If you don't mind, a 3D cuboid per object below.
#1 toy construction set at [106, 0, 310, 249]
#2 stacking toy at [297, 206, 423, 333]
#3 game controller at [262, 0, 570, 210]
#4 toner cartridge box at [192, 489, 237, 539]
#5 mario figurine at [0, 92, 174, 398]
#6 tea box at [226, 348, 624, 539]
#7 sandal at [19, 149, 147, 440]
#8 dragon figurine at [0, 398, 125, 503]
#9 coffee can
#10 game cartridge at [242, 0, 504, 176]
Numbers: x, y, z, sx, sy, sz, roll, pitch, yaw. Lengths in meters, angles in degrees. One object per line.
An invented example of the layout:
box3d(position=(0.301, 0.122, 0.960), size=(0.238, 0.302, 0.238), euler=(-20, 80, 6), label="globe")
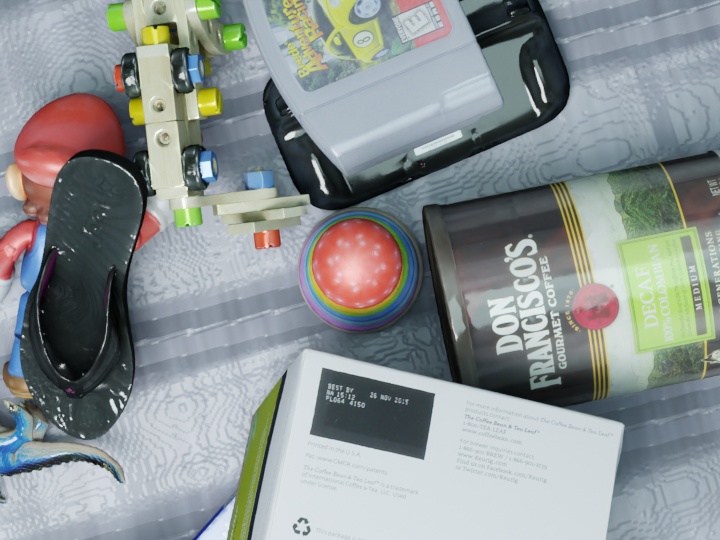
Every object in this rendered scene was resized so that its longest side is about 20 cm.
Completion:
box3d(position=(-0.106, -0.102, 1.357), size=(0.092, 0.131, 0.200), euler=(-21, 90, 11), label="toy construction set")
box3d(position=(0.000, 0.000, 1.320), size=(0.085, 0.200, 0.085), euler=(0, 90, 0), label="stacking toy")
box3d(position=(0.038, -0.117, 1.407), size=(0.200, 0.042, 0.104), euler=(-23, 104, 0), label="game controller")
box3d(position=(-0.022, 0.228, 1.397), size=(0.200, 0.043, 0.095), euler=(41, 90, 0), label="toner cartridge box")
box3d(position=(-0.188, -0.019, 1.397), size=(0.123, 0.106, 0.200), euler=(-2, 102, -36), label="mario figurine")
box3d(position=(0.030, 0.151, 1.289), size=(0.200, 0.197, 0.134), euler=(14, 73, -7), label="tea box")
box3d(position=(-0.179, 0.022, 1.317), size=(0.075, 0.048, 0.201), euler=(11, 116, 6), label="sandal")
box3d(position=(-0.257, 0.127, 1.390), size=(0.200, 0.059, 0.099), euler=(24, 90, 1), label="dragon figurine")
box3d(position=(0.150, 0.010, 1.347), size=(0.200, 0.146, 0.146), euler=(-12, 90, -1), label="coffee can")
box3d(position=(-0.004, -0.169, 1.377), size=(0.133, 0.041, 0.200), euler=(-25, 72, 3), label="game cartridge")
